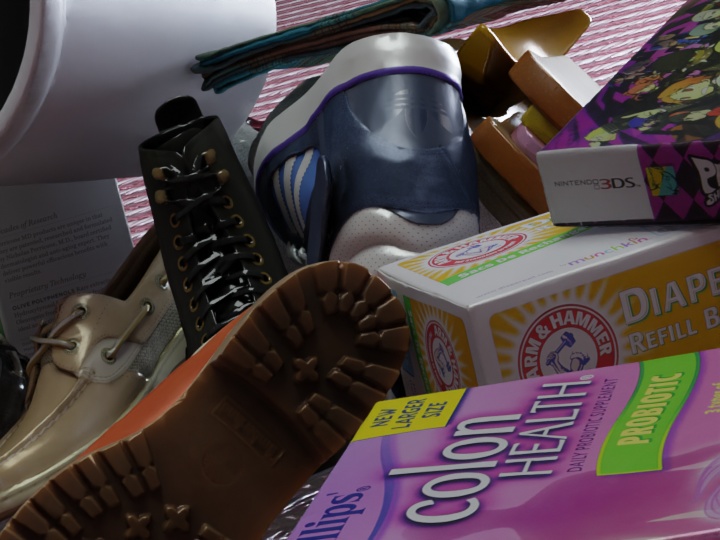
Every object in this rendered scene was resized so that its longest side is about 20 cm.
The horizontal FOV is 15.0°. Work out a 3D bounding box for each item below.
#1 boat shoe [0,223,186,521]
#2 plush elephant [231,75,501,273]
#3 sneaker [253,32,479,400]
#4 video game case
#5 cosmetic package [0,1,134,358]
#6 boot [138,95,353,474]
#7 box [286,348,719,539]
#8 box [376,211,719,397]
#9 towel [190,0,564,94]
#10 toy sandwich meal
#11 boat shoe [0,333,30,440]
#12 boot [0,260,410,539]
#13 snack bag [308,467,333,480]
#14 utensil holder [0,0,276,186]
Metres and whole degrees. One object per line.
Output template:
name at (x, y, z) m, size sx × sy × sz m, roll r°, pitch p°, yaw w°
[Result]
boat shoe at (-0.124, 0.042, 1.252) m, size 0.072 × 0.065 × 0.200 m, roll -23°, pitch 17°, yaw 47°
plush elephant at (-0.013, -0.049, 1.428) m, size 0.154 × 0.165 × 0.201 m, roll -23°, pitch 37°, yaw 22°
sneaker at (0.000, 0.000, 1.194) m, size 0.080 × 0.147 × 0.200 m, roll 4°, pitch -22°, yaw -14°
video game case at (0.186, -0.076, 1.015) m, size 0.180 × 0.036 × 0.200 m, roll -2°, pitch 26°, yaw 34°
cosmetic package at (-0.181, -0.050, 1.483) m, size 0.084 × 0.201 × 0.108 m, roll -18°, pitch 8°, yaw -14°
boot at (-0.059, 0.010, 1.163) m, size 0.077 × 0.139 × 0.200 m, roll -20°, pitch 15°, yaw -6°
box at (0.089, 0.093, 0.799) m, size 0.199 × 0.097 × 0.176 m, roll -11°, pitch 12°, yaw 15°
box at (0.121, 0.028, 1.025) m, size 0.199 × 0.113 × 0.101 m, roll -18°, pitch 13°, yaw -15°
towel at (0.032, -0.120, 1.319) m, size 0.146 × 0.022 × 0.200 m, roll -12°, pitch 3°, yaw 35°
toy sandwich meal at (0.110, -0.054, 1.250) m, size 0.070 × 0.205 × 0.205 m, roll -47°, pitch 0°, yaw 21°
boat shoe at (-0.195, 0.063, 1.350) m, size 0.063 × 0.071 × 0.200 m, roll 18°, pitch 0°, yaw -8°
boot at (-0.069, 0.080, 1.028) m, size 0.200 × 0.075 × 0.107 m, roll -42°, pitch 6°, yaw -13°
snack bag at (-0.002, 0.058, 1.237) m, size 0.199 × 0.022 × 0.188 m, roll -24°, pitch 16°, yaw -21°
utensil holder at (-0.156, -0.121, 1.300) m, size 0.169 × 0.171 × 0.200 m, roll -6°, pitch -1°, yaw 32°
